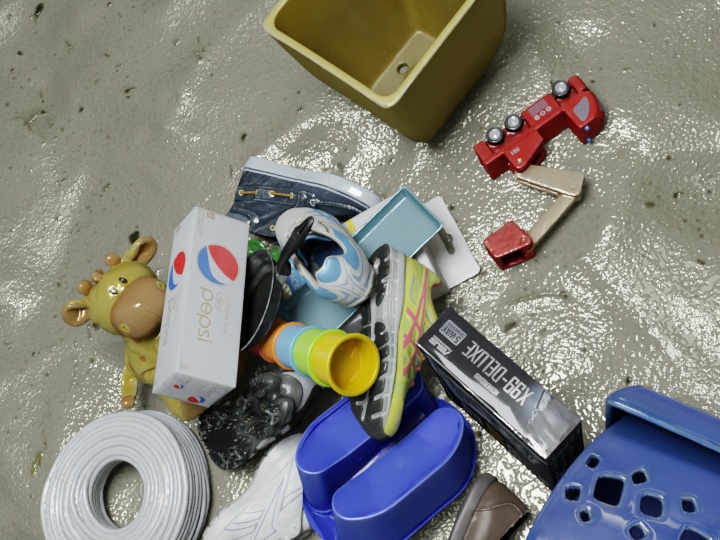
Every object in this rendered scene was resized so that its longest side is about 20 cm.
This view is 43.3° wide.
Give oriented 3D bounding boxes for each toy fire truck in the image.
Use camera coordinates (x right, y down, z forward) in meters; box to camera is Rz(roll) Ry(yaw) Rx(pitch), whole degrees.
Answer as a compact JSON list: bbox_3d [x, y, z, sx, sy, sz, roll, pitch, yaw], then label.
[{"bbox_3d":[0.202,-0.110,1.018,0.200,0.049,0.141,-35,66,5],"label":"toy fire truck"}]

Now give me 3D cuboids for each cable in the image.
[{"bbox_3d":[-0.274,0.260,1.054,0.199,0.069,0.201,-5,71,18],"label":"cable"}]

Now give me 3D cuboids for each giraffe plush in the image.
[{"bbox_3d":[-0.234,0.054,1.031,0.199,0.162,0.173,-4,43,33],"label":"giraffe plush"}]

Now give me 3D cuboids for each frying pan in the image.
[{"bbox_3d":[-0.097,0.003,0.951,0.190,0.031,0.115,-59,30,19],"label":"frying pan"}]

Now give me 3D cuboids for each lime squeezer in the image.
[{"bbox_3d":[-0.135,-0.013,1.100,0.200,0.070,0.038,25,123,52],"label":"lime squeezer"}]

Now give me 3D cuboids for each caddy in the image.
[{"bbox_3d":[0.027,0.200,0.945,0.200,0.105,0.141,-36,55,-15],"label":"caddy"}]

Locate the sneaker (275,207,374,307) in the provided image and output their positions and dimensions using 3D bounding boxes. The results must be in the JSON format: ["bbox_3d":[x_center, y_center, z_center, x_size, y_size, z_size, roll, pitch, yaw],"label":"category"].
[{"bbox_3d":[-0.049,-0.028,0.970,0.072,0.072,0.200,-48,34,1],"label":"sneaker"}]

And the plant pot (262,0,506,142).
[{"bbox_3d":[0.047,-0.260,1.037,0.195,0.200,0.194,37,87,24],"label":"plant pot"}]

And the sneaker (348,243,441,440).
[{"bbox_3d":[0.046,0.075,0.922,0.078,0.090,0.201,-24,53,57],"label":"sneaker"}]

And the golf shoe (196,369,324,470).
[{"bbox_3d":[-0.109,0.164,1.014,0.200,0.094,0.078,-33,80,46],"label":"golf shoe"}]

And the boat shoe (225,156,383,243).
[{"bbox_3d":[-0.069,-0.071,1.093,0.200,0.071,0.091,16,80,30],"label":"boat shoe"}]

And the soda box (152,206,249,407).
[{"bbox_3d":[-0.166,0.036,0.959,0.064,0.068,0.201,-39,41,45],"label":"soda box"}]

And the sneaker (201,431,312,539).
[{"bbox_3d":[-0.103,0.275,0.990,0.087,0.075,0.200,36,88,20],"label":"sneaker"}]

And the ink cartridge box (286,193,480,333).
[{"bbox_3d":[0.021,-0.004,1.036,0.199,0.068,0.115,-30,66,8],"label":"ink cartridge box"}]

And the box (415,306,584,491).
[{"bbox_3d":[0.141,0.131,0.879,0.050,0.200,0.158,-45,65,-6],"label":"box"}]

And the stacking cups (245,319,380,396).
[{"bbox_3d":[-0.056,0.083,0.931,0.200,0.060,0.061,5,71,59],"label":"stacking cups"}]

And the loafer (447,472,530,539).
[{"bbox_3d":[0.110,0.305,0.902,0.071,0.073,0.201,21,81,25],"label":"loafer"}]

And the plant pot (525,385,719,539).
[{"bbox_3d":[0.275,0.224,0.809,0.199,0.200,0.180,22,74,24],"label":"plant pot"}]

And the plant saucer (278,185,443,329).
[{"bbox_3d":[0.000,0.000,0.995,0.200,0.019,0.070,-44,65,2],"label":"plant saucer"}]
